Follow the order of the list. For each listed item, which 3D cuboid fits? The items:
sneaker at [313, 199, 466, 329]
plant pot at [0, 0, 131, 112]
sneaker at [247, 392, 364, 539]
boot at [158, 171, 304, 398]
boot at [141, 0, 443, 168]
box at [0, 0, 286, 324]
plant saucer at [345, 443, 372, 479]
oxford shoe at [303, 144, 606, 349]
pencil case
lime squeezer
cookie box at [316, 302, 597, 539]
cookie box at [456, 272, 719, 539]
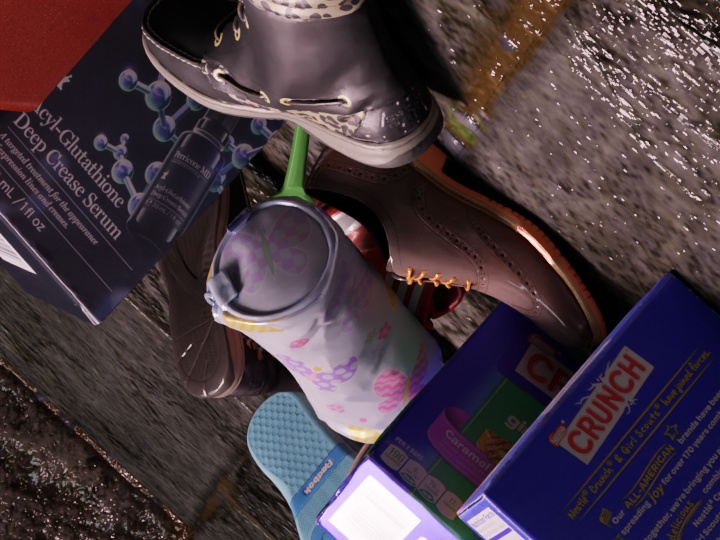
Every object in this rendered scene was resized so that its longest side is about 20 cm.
[{"bbox_3d":[0.000,0.000,1.449,0.116,0.078,0.200,46,166,-9],"label":"sneaker"},{"bbox_3d":[-0.219,-0.203,1.181,0.176,0.200,0.200,32,-164,-44],"label":"plant pot"},{"bbox_3d":[0.007,0.176,1.606,0.131,0.080,0.200,35,-164,-44],"label":"sneaker"},{"bbox_3d":[-0.067,0.003,1.574,0.150,0.200,0.073,13,150,-43],"label":"boot"},{"bbox_3d":[-0.054,-0.147,1.195,0.203,0.074,0.154,25,156,31],"label":"boot"},{"bbox_3d":[-0.163,-0.094,1.361,0.107,0.200,0.148,19,153,53],"label":"box"},{"bbox_3d":[0.076,0.155,1.481,0.200,0.200,0.037,50,-177,-26],"label":"plant saucer"},{"bbox_3d":[0.055,-0.010,1.286,0.200,0.073,0.071,39,164,12],"label":"oxford shoe"},{"bbox_3d":[-0.018,0.035,1.330,0.083,0.091,0.200,43,177,34],"label":"pencil case"},{"bbox_3d":[-0.048,-0.032,1.378,0.038,0.071,0.200,14,137,-8],"label":"lime squeezer"},{"bbox_3d":[0.098,0.128,1.283,0.171,0.200,0.075,41,132,3],"label":"cookie box"},{"bbox_3d":[0.182,0.131,1.174,0.200,0.171,0.075,42,161,3],"label":"cookie box"}]
